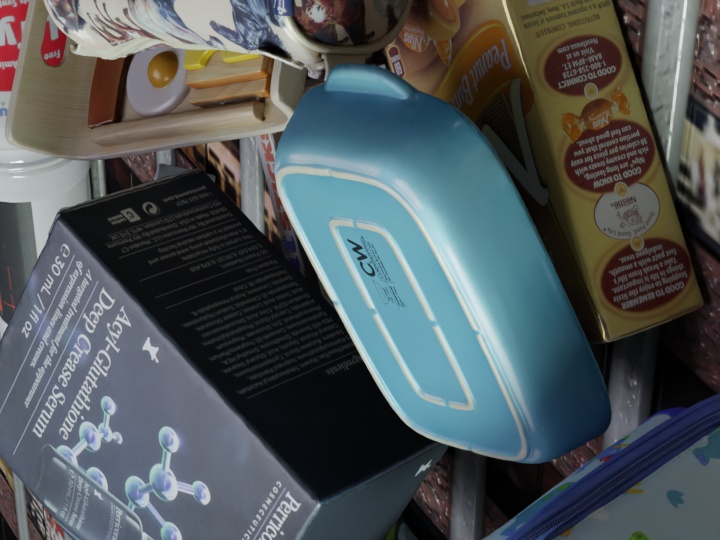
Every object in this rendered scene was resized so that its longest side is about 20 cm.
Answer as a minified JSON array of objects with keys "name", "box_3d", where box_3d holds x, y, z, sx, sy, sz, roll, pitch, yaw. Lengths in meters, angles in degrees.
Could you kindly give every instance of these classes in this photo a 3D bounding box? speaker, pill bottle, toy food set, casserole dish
[{"name":"speaker","box_3d":[-0.232,-0.027,1.581,0.081,0.081,0.201,44,144,46]},{"name":"pill bottle","box_3d":[-0.211,-0.146,1.292,0.112,0.112,0.201,46,147,45]},{"name":"toy food set","box_3d":[-0.096,-0.139,1.088,0.199,0.060,0.144,-5,70,43]},{"name":"casserole dish","box_3d":[0.029,0.007,0.895,0.121,0.039,0.201,11,135,48]}]

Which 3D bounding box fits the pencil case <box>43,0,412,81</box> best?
[{"name":"pencil case","box_3d":[-0.064,-0.130,0.962,0.200,0.078,0.090,8,83,50]}]

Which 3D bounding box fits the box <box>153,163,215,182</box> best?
[{"name":"box","box_3d":[-0.137,0.052,1.386,0.200,0.041,0.157,116,164,-56]}]

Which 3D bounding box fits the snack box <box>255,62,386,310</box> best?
[{"name":"snack box","box_3d":[0.000,0.000,1.107,0.024,0.072,0.201,9,114,62]}]

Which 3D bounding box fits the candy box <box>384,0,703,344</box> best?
[{"name":"candy box","box_3d":[0.069,-0.067,0.932,0.115,0.055,0.201,-14,93,65]}]

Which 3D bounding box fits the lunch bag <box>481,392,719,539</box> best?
[{"name":"lunch bag","box_3d":[0.089,0.139,0.906,0.083,0.160,0.200,54,150,13]}]

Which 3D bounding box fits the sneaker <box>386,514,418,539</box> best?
[{"name":"sneaker","box_3d":[0.010,0.187,1.206,0.200,0.081,0.074,31,134,56]}]

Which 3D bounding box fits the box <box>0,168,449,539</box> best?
[{"name":"box","box_3d":[-0.079,0.076,1.078,0.200,0.107,0.149,45,128,20]}]
